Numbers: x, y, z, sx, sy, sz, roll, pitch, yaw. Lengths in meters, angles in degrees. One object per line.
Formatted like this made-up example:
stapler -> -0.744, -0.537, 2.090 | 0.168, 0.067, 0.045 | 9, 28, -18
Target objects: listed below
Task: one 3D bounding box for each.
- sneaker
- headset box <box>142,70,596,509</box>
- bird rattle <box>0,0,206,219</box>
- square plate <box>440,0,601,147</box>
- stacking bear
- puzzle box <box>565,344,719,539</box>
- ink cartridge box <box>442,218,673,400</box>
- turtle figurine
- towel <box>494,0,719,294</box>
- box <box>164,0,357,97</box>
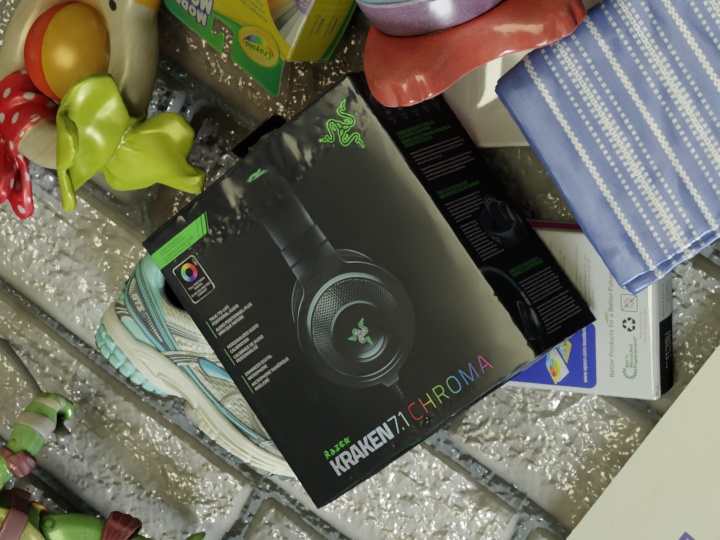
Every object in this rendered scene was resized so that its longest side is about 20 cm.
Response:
sneaker -> -0.071, 0.057, 1.416 | 0.200, 0.078, 0.086 | 31, 112, 17
headset box -> 0.000, 0.000, 1.316 | 0.174, 0.093, 0.200 | -36, 84, 28
bird rattle -> -0.178, -0.108, 1.428 | 0.200, 0.112, 0.164 | 9, 86, 51
square plate -> 0.132, -0.168, 1.279 | 0.198, 0.028, 0.201 | 1, 104, 26
stacking bear -> 0.022, -0.208, 1.209 | 0.121, 0.114, 0.200 | -24, 117, -2
puzzle box -> 0.210, 0.142, 1.323 | 0.133, 0.025, 0.200 | 41, 118, 11
ink cartridge box -> 0.083, 0.018, 1.349 | 0.199, 0.037, 0.095 | 4, 104, 24
turtle figurine -> -0.200, 0.151, 1.508 | 0.194, 0.200, 0.144 | 29, 93, -4
towel -> 0.182, -0.095, 1.246 | 0.200, 0.024, 0.145 | -35, 83, 27
box -> -0.037, -0.210, 1.329 | 0.117, 0.048, 0.200 | 41, 117, 29
